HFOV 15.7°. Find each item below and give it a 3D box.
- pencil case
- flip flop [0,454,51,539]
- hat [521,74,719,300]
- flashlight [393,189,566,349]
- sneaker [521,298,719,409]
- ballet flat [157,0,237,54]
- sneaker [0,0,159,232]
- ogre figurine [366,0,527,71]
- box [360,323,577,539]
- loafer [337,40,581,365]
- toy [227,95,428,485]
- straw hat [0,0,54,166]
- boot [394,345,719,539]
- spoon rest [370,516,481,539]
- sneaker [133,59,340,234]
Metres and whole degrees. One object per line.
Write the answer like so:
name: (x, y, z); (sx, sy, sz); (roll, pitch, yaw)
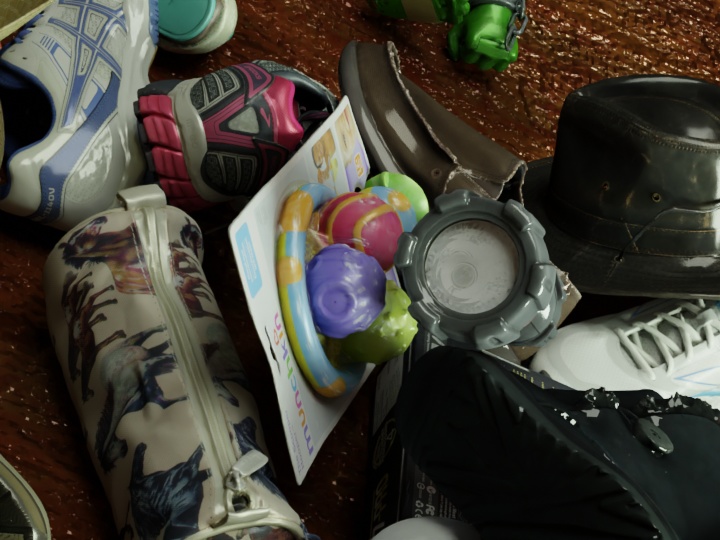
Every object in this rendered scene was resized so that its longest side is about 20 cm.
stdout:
pencil case: (-0.081, 0.059, 1.130); (0.078, 0.089, 0.200); (6, 44, -32)
flip flop: (-0.196, 0.054, 1.065); (0.200, 0.081, 0.058); (44, 19, 11)
hat: (0.153, -0.056, 1.371); (0.200, 0.081, 0.201); (-5, 29, 3)
flashlight: (0.062, 0.007, 1.175); (0.068, 0.068, 0.200); (9, -5, 11)
sneaker: (0.167, 0.035, 1.348); (0.200, 0.087, 0.075); (-11, 58, -42)
ballet flat: (-0.146, -0.183, 1.385); (0.200, 0.067, 0.062); (43, 10, 6)
sneaker: (-0.147, -0.101, 1.268); (0.088, 0.075, 0.200); (11, 42, -27)
ogre figurine: (0.016, -0.210, 1.503); (0.200, 0.098, 0.120); (20, 55, 6)
box: (0.079, 0.131, 1.205); (0.161, 0.049, 0.200); (21, 39, -14)
loafer: (0.052, -0.039, 1.338); (0.200, 0.071, 0.073); (62, 0, 21)
toy: (0.000, 0.000, 1.153); (0.200, 0.047, 0.115); (-60, 136, -68)
straw hat: (-0.203, -0.072, 1.179); (0.201, 0.201, 0.085); (-46, 124, -53)
boot: (0.124, 0.110, 1.119); (0.168, 0.076, 0.200); (13, 26, -44)
spoon rest: (0.006, 0.172, 1.065); (0.200, 0.061, 0.099); (-34, 87, -43)
sneaker: (-0.040, -0.064, 1.261); (0.200, 0.075, 0.081); (-26, 102, -74)
